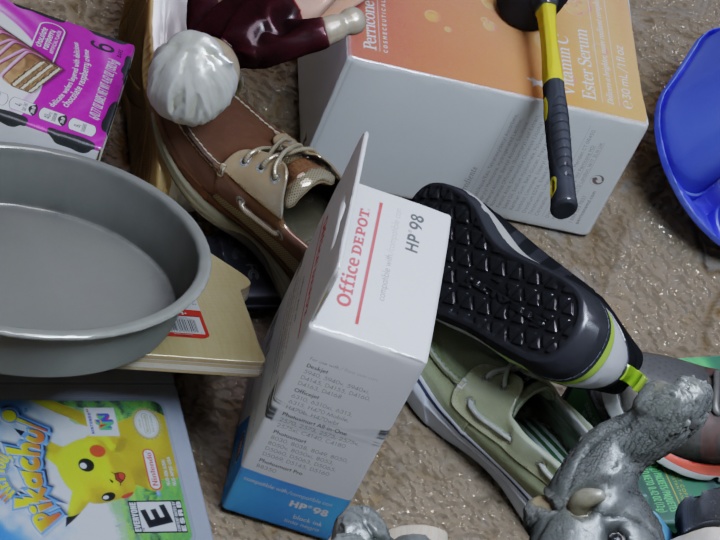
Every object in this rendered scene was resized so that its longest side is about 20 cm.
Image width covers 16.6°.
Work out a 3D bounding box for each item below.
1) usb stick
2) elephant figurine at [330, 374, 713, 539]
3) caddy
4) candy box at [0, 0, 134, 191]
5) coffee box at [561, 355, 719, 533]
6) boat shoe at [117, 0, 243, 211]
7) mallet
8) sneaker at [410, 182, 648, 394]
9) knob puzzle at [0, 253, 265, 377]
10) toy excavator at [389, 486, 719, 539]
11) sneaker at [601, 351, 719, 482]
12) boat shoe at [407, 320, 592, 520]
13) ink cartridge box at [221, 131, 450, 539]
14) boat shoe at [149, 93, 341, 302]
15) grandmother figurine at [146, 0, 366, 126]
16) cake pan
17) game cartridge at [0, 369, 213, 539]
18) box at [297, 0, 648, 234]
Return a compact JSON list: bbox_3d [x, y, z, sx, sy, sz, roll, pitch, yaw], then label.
[{"bbox_3d":[0.000,0.000,1.485,0.200,0.033,0.055,0,57,-25],"label":"usb stick"},{"bbox_3d":[0.091,0.162,1.200,0.200,0.155,0.142,-13,47,8],"label":"elephant figurine"},{"bbox_3d":[0.272,-0.093,1.649,0.141,0.105,0.200,49,43,-10],"label":"caddy"},{"bbox_3d":[-0.241,-0.113,1.442,0.200,0.061,0.136,18,31,-7],"label":"candy box"},{"bbox_3d":[0.229,0.107,1.479,0.200,0.044,0.123,-1,50,-25],"label":"coffee box"},{"bbox_3d":[-0.107,-0.117,1.523,0.069,0.071,0.200,6,56,-20],"label":"boat shoe"},{"bbox_3d":[0.118,-0.123,1.476,0.041,0.066,0.200,11,46,-18],"label":"mallet"},{"bbox_3d":[0.091,0.020,1.429,0.083,0.072,0.200,30,9,-43],"label":"sneaker"},{"bbox_3d":[-0.159,0.011,1.373,0.219,0.030,0.220,9,24,-4],"label":"knob puzzle"},{"bbox_3d":[0.124,0.189,1.324,0.194,0.200,0.100,51,28,-37],"label":"toy excavator"},{"bbox_3d":[0.238,0.081,1.416,0.200,0.082,0.077,20,46,-6],"label":"sneaker"},{"bbox_3d":[0.091,0.082,1.426,0.072,0.062,0.200,-23,60,-38],"label":"boat shoe"},{"bbox_3d":[-0.007,0.037,1.325,0.067,0.200,0.116,19,44,-8],"label":"ink cartridge box"},{"bbox_3d":[-0.042,-0.046,1.426,0.200,0.072,0.076,47,53,7],"label":"boat shoe"},{"bbox_3d":[-0.051,-0.148,1.443,0.121,0.061,0.200,7,37,39],"label":"grandmother figurine"},{"bbox_3d":[-0.180,-0.005,1.304,0.200,0.037,0.200,10,29,-6],"label":"cake pan"},{"bbox_3d":[-0.151,0.115,1.306,0.133,0.040,0.200,-1,50,-21],"label":"game cartridge"},{"bbox_3d":[0.067,-0.128,1.583,0.200,0.106,0.152,11,46,-15],"label":"box"}]
